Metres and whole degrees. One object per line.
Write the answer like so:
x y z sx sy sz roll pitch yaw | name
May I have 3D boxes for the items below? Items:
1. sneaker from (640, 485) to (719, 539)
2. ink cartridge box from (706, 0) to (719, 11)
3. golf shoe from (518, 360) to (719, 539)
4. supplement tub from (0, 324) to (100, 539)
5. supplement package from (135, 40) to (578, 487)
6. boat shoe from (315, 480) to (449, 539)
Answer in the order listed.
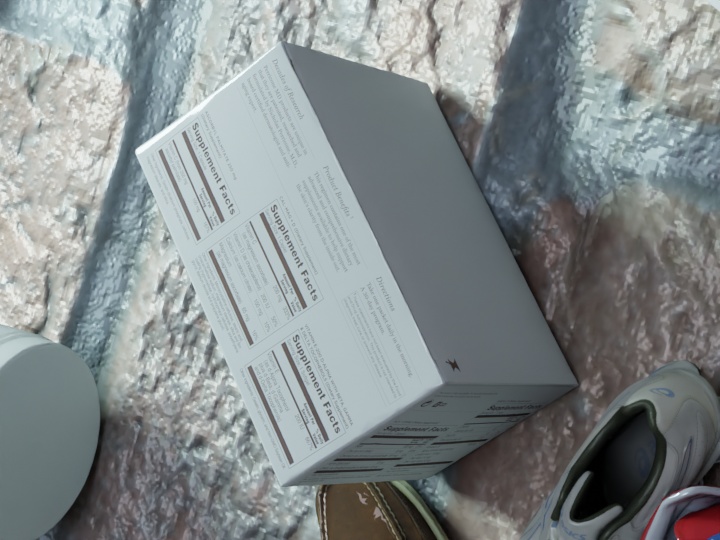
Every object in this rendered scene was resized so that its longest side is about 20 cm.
0.218 0.110 0.904 0.200 0.112 0.071 -38 69 23 | sneaker
0.251 -0.201 0.934 0.116 0.067 0.200 45 110 25 | ink cartridge box
0.112 0.134 0.975 0.078 0.097 0.201 34 105 26 | golf shoe
-0.277 0.086 1.190 0.199 0.132 0.133 13 93 30 | supplement tub
0.000 0.000 1.017 0.111 0.156 0.201 -33 70 25 | supplement package
0.021 0.196 1.036 0.075 0.075 0.203 -33 70 24 | boat shoe
